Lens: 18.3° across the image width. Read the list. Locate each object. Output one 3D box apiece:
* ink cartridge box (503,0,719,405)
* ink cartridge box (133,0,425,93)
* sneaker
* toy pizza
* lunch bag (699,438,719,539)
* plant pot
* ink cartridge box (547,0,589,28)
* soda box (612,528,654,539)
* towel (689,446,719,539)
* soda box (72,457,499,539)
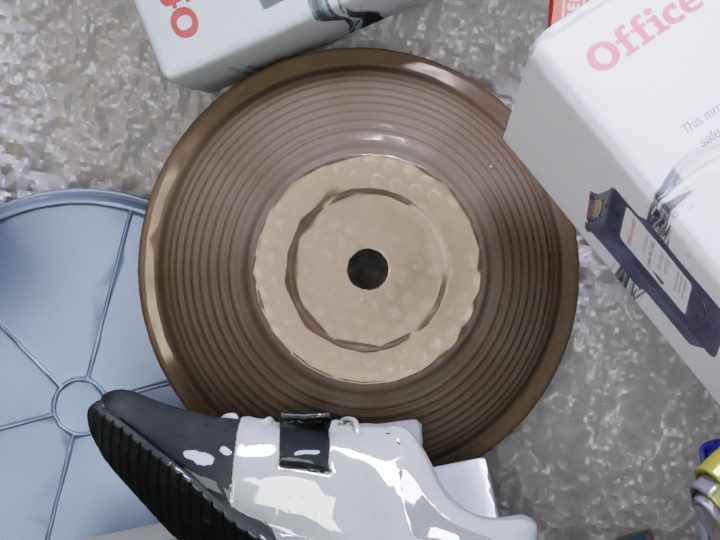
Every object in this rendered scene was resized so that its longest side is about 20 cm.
[{"bbox_3d":[0.174,-0.034,0.888,0.144,0.084,0.200,-34,76,-17],"label":"ink cartridge box"},{"bbox_3d":[-0.017,-0.182,0.987,0.199,0.083,0.147,-23,87,9],"label":"ink cartridge box"},{"bbox_3d":[-0.018,0.092,0.939,0.199,0.074,0.089,29,65,9],"label":"sneaker"},{"bbox_3d":[-0.128,0.062,1.046,0.199,0.032,0.201,0,93,4],"label":"toy pizza"},{"bbox_3d":[0.208,0.188,0.900,0.123,0.201,0.170,-10,135,10],"label":"lunch bag"},{"bbox_3d":[0.000,0.000,0.979,0.200,0.093,0.202,0,90,-2],"label":"plant pot"},{"bbox_3d":[0.174,-0.191,0.985,0.172,0.044,0.201,4,94,6],"label":"ink cartridge box"},{"bbox_3d":[0.104,0.166,0.938,0.063,0.200,0.069,-18,93,8],"label":"soda box"},{"bbox_3d":[0.220,0.074,0.808,0.200,0.023,0.144,-39,98,-17],"label":"towel"},{"bbox_3d":[-0.034,0.141,0.987,0.199,0.064,0.068,-12,67,1],"label":"soda box"}]
